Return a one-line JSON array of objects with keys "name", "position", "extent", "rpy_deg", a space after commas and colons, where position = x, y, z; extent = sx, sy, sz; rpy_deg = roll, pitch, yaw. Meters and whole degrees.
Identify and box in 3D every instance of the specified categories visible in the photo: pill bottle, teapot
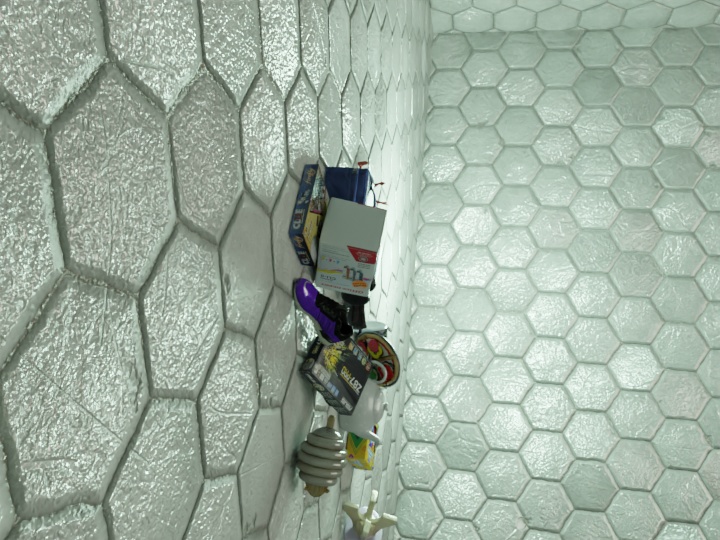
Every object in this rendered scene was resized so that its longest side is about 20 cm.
[{"name": "pill bottle", "position": [0.000, 0.000, 1.951], "extent": [0.112, 0.111, 0.201], "rpy_deg": [77, 19, -53]}, {"name": "pill bottle", "position": [0.040, 0.283, 2.234], "extent": [0.106, 0.106, 0.201], "rpy_deg": [-48, 139, -72]}, {"name": "teapot", "position": [0.018, 0.422, 2.066], "extent": [0.198, 0.145, 0.201], "rpy_deg": [-73, 161, -50]}]

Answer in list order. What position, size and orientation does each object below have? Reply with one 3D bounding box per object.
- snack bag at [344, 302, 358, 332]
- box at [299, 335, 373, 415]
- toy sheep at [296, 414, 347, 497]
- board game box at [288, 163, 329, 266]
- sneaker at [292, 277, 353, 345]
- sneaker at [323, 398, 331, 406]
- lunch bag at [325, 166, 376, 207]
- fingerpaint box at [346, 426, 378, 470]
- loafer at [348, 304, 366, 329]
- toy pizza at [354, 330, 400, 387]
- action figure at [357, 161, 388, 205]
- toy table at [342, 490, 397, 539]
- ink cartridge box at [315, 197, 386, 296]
[{"name": "snack bag", "position": [-0.021, 0.095, 2.097], "extent": [0.189, 0.021, 0.201], "rpy_deg": [47, 47, -73]}, {"name": "box", "position": [-0.057, 0.249, 1.653], "extent": [0.200, 0.049, 0.162], "rpy_deg": [54, 49, -34]}, {"name": "toy sheep", "position": [-0.093, 0.453, 1.582], "extent": [0.138, 0.137, 0.201], "rpy_deg": [29, 68, -77]}, {"name": "board game box", "position": [-0.118, -0.131, 1.531], "extent": [0.136, 0.034, 0.201], "rpy_deg": [75, 21, -57]}, {"name": "sneaker", "position": [-0.077, 0.090, 1.526], "extent": [0.200, 0.099, 0.070], "rpy_deg": [59, 35, -31]}, {"name": "sneaker", "position": [-0.089, 0.267, 1.715], "extent": [0.079, 0.074, 0.201], "rpy_deg": [-32, 118, -65]}, {"name": "lunch bag", "position": [-0.023, -0.176, 1.744], "extent": [0.136, 0.132, 0.201], "rpy_deg": [28, 65, -77]}, {"name": "fingerpaint box", "position": [0.010, 0.589, 2.242], "extent": [0.200, 0.073, 0.168], "rpy_deg": [71, 24, -61]}, {"name": "loafer", "position": [0.004, 0.096, 2.016], "extent": [0.072, 0.063, 0.201], "rpy_deg": [72, 24, -58]}, {"name": "toy pizza", "position": [0.047, 0.294, 2.118], "extent": [0.032, 0.200, 0.201], "rpy_deg": [-26, 123, -43]}, {"name": "action figure", "position": [0.047, -0.281, 2.160], "extent": [0.200, 0.098, 0.066], "rpy_deg": [75, 22, -63]}, {"name": "toy table", "position": [0.021, 0.843, 2.157], "extent": [0.200, 0.183, 0.118], "rpy_deg": [-91, -166, -60]}, {"name": "ink cartridge box", "position": [-0.027, -0.054, 1.621], "extent": [0.200, 0.145, 0.145], "rpy_deg": [101, 1, -56]}]
